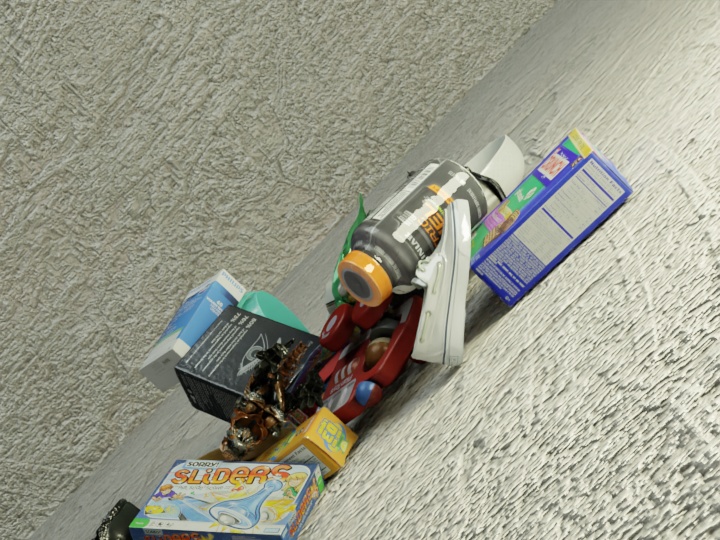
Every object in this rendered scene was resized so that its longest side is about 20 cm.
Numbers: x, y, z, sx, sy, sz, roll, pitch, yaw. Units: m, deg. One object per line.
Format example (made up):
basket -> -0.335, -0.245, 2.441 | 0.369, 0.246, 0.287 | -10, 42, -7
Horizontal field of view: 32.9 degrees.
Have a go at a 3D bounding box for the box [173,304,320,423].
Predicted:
box -> -0.156, 0.159, 1.864 | 0.200, 0.104, 0.148 | 19, 54, 31

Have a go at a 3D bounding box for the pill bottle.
pill bottle -> 0.060, -0.043, 1.513 | 0.200, 0.106, 0.106 | -44, 6, -27

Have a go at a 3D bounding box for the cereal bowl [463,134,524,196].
cereal bowl -> 0.186, -0.114, 1.910 | 0.200, 0.083, 0.200 | -44, 7, 7

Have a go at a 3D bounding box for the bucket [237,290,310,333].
bucket -> -0.166, 0.142, 2.077 | 0.135, 0.207, 0.207 | -41, 8, 9

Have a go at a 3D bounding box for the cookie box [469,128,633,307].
cookie box -> 0.225, -0.068, 1.488 | 0.200, 0.075, 0.171 | -44, 8, 13

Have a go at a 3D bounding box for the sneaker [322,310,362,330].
sneaker -> -0.020, 0.112, 1.953 | 0.200, 0.076, 0.077 | -147, 75, -80

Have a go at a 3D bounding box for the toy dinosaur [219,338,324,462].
toy dinosaur -> -0.120, 0.157, 1.576 | 0.136, 0.102, 0.200 | -47, 28, 43

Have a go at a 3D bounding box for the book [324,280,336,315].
book -> 0.013, 0.026, 1.910 | 0.134, 0.048, 0.200 | -26, 9, 2

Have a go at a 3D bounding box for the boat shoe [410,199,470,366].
boat shoe -> 0.093, 0.011, 1.433 | 0.074, 0.067, 0.200 | 87, -173, -74

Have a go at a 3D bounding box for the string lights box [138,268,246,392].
string lights box -> -0.274, 0.096, 1.997 | 0.103, 0.059, 0.200 | -31, 22, 41

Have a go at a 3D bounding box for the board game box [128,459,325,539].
board game box -> -0.158, 0.283, 1.465 | 0.200, 0.034, 0.135 | -2, 27, 21

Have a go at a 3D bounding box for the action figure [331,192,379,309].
action figure -> 0.000, 0.000, 1.768 | 0.055, 0.118, 0.200 | -1, 51, 27

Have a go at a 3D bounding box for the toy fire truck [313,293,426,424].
toy fire truck -> 0.014, 0.119, 1.561 | 0.200, 0.112, 0.168 | -38, 25, 49

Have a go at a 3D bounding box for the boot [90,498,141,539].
boot -> -0.244, 0.342, 1.524 | 0.073, 0.162, 0.198 | -55, 2, 30

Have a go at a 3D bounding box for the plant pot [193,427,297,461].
plant pot -> -0.165, 0.271, 1.679 | 0.200, 0.027, 0.200 | -21, -19, -8

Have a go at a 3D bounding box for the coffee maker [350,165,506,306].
coffee maker -> 0.088, -0.045, 1.723 | 0.200, 0.135, 0.192 | -42, 19, -24

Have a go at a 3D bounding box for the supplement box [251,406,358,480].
supplement box -> -0.092, 0.254, 1.555 | 0.200, 0.069, 0.067 | -38, 12, 36

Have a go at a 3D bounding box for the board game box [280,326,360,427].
board game box -> -0.048, 0.171, 1.750 | 0.158, 0.039, 0.200 | -14, -44, -61
